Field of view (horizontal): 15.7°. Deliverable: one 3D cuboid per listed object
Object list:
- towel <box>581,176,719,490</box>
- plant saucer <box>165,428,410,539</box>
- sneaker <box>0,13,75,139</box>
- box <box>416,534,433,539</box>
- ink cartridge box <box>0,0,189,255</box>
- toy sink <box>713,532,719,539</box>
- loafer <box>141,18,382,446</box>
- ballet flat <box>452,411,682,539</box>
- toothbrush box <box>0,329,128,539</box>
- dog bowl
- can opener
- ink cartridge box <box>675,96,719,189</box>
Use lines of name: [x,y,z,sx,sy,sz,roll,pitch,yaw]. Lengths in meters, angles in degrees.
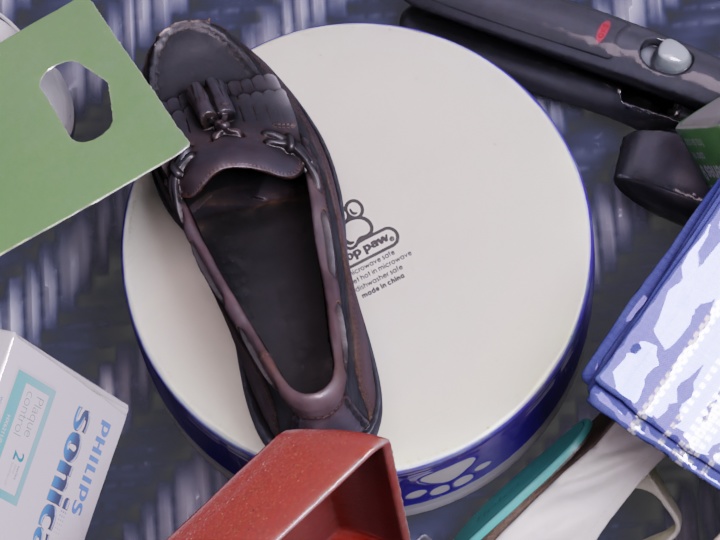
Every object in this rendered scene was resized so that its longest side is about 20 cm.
towel: [0.201,0.044,0.985,0.200,0.024,0.145,35,82,6]
plant saucer: [-0.067,0.144,1.003,0.200,0.200,0.037,-42,75,-9]
sneaker: [-0.211,-0.123,1.126,0.079,0.130,0.199,-43,76,-9]
box: [0.025,0.199,0.981,0.115,0.200,0.132,-40,75,-10]
ink cartridge box: [-0.184,-0.045,1.044,0.200,0.048,0.146,-33,39,-3]
toy sink: [0.213,0.181,1.025,0.200,0.112,0.130,41,79,18]
loafer: [-0.038,-0.020,1.033,0.072,0.063,0.201,-19,68,-4]
ballet flat: [0.117,0.072,1.061,0.069,0.069,0.200,46,111,14]
toothbrush box: [-0.211,0.094,1.043,0.199,0.085,0.147,9,72,33]
dog bowl: [0.000,0.000,1.106,0.199,0.079,0.201,-1,73,2]
can opener: [0.106,-0.086,1.133,0.199,0.064,0.079,28,53,12]
ink cartridge box: [0.244,-0.012,1.063,0.145,0.088,0.200,-32,94,-6]
